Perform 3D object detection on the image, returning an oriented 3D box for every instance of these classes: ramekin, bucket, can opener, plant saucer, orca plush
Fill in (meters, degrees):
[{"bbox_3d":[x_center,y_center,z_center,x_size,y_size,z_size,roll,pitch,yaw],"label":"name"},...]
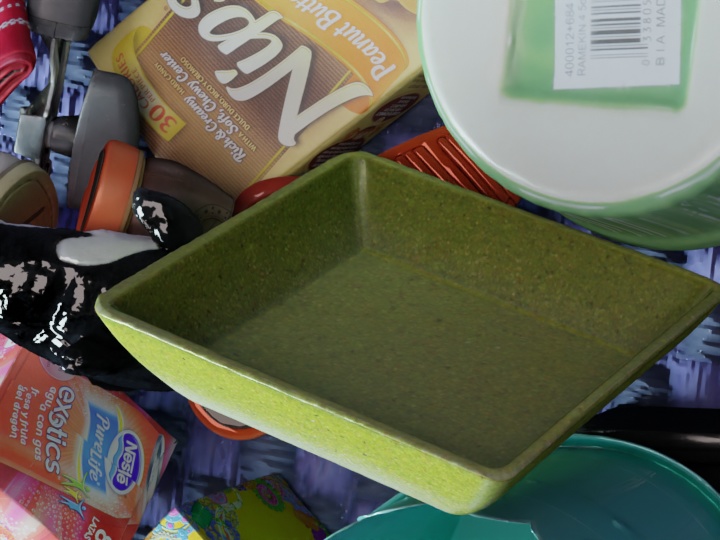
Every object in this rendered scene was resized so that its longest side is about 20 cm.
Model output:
[{"bbox_3d":[0.121,-0.110,1.090,0.200,0.098,0.200,-1,88,27],"label":"ramekin"},{"bbox_3d":[0.079,0.173,1.095,0.207,0.135,0.207,11,111,30],"label":"bucket"},{"bbox_3d":[-0.126,-0.128,1.232,0.067,0.053,0.200,13,107,-5],"label":"can opener"},{"bbox_3d":[0.022,0.030,1.076,0.200,0.200,0.048,21,122,26],"label":"plant saucer"},{"bbox_3d":[-0.124,0.012,1.139,0.200,0.071,0.105,33,116,-16],"label":"orca plush"}]

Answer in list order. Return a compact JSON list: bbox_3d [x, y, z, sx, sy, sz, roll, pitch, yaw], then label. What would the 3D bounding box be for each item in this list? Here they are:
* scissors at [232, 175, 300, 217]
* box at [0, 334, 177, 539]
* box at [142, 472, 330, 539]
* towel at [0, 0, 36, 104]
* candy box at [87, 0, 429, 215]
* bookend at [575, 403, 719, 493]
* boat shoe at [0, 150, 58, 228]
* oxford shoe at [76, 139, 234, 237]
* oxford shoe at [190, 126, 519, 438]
[{"bbox_3d":[0.028,-0.046,1.244,0.200,0.073,0.014,-22,49,0],"label":"scissors"},{"bbox_3d":[-0.200,0.114,1.254,0.200,0.095,0.103,-23,122,41],"label":"box"},{"bbox_3d":[-0.062,0.242,1.244,0.200,0.122,0.193,47,109,12],"label":"box"},{"bbox_3d":[-0.222,-0.123,1.271,0.145,0.022,0.200,-43,43,25],"label":"towel"},{"bbox_3d":[-0.022,-0.120,1.241,0.200,0.055,0.115,-37,79,19],"label":"candy box"},{"bbox_3d":[0.199,0.166,1.153,0.200,0.092,0.199,2,94,22],"label":"bookend"},{"bbox_3d":[-0.198,-0.006,1.254,0.068,0.075,0.200,40,151,11],"label":"boat shoe"},{"bbox_3d":[-0.114,0.016,1.247,0.072,0.200,0.071,15,57,-9],"label":"oxford shoe"},{"bbox_3d":[0.000,0.000,1.226,0.200,0.073,0.071,-40,84,9],"label":"oxford shoe"}]
